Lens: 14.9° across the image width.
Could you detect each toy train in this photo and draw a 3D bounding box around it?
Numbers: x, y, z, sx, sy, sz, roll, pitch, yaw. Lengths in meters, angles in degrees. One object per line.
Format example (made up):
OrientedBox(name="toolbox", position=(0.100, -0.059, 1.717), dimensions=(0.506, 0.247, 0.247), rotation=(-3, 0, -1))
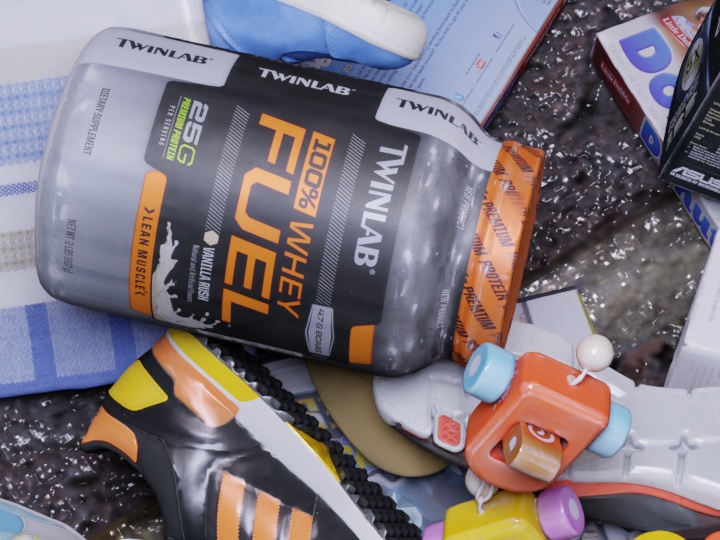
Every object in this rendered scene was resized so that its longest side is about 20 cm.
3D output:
OrientedBox(name="toy train", position=(0.108, 0.113, 1.134), dimensions=(0.200, 0.150, 0.056), rotation=(29, 42, -18))

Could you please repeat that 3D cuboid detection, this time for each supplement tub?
OrientedBox(name="supplement tub", position=(-0.028, -0.026, 1.164), dimensions=(0.200, 0.123, 0.123), rotation=(12, 61, 6))

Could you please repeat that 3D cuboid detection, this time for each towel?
OrientedBox(name="towel", position=(-0.130, -0.046, 1.250), dimensions=(0.147, 0.024, 0.200), rotation=(-8, 97, 10))

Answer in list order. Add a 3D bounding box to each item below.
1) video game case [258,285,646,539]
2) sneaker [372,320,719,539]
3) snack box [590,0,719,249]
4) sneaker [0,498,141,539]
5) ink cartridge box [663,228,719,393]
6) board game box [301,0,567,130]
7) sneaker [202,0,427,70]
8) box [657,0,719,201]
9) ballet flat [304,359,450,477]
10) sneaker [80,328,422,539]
OrientedBox(name="video game case", position=(0.033, 0.109, 1.249), dimensions=(0.200, 0.026, 0.181), rotation=(-13, 63, -11))
OrientedBox(name="sneaker", position=(0.100, 0.085, 1.203), dimensions=(0.200, 0.082, 0.077), rotation=(16, 55, 7))
OrientedBox(name="snack box", position=(0.191, -0.045, 1.345), dimensions=(0.072, 0.024, 0.200), rotation=(-22, 65, -17))
OrientedBox(name="sneaker", position=(-0.125, 0.134, 1.164), dimensions=(0.200, 0.131, 0.080), rotation=(30, 64, 13))
OrientedBox(name="ink cartridge box", position=(0.238, 0.064, 1.236), dimensions=(0.200, 0.116, 0.067), rotation=(17, 60, 5))
OrientedBox(name="board game box", position=(0.044, -0.137, 1.383), dimensions=(0.103, 0.019, 0.200), rotation=(28, 58, 9))
OrientedBox(name="sneaker", position=(-0.069, -0.094, 1.282), dimensions=(0.200, 0.077, 0.111), rotation=(18, 94, 21))
OrientedBox(name="box", position=(0.261, -0.085, 1.271), dimensions=(0.200, 0.164, 0.086), rotation=(20, 53, -4))
OrientedBox(name="ballet flat", position=(0.000, 0.000, 1.259), dimensions=(0.069, 0.063, 0.200), rotation=(-10, 56, -15))
OrientedBox(name="sneaker", position=(-0.038, 0.116, 1.200), dimensions=(0.090, 0.070, 0.200), rotation=(-44, 77, 7))
